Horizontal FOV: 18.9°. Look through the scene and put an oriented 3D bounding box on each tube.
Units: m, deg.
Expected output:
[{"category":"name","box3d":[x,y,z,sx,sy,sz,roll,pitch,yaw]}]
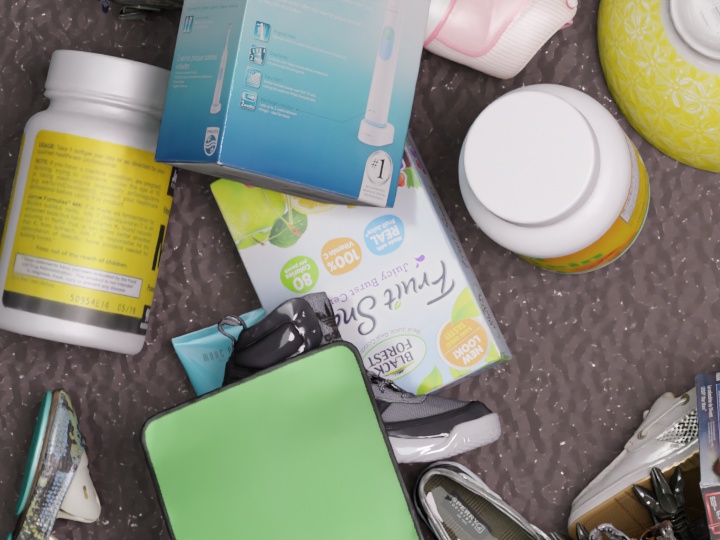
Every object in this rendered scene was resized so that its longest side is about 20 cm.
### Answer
[{"category":"tube","box3d":[-0.066,0.129,1.525,0.077,0.050,0.201,-17,77,-9]}]

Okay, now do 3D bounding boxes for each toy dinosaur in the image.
[{"category":"toy dinosaur","box3d":[0.187,0.214,1.385,0.102,0.200,0.136,-19,45,-6]}]

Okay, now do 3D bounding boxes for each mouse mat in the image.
[{"category":"mouse mat","box3d":[-0.045,0.161,1.396,0.160,0.008,0.201,-22,73,8]}]

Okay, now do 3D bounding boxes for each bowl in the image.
[{"category":"bowl","box3d":[0.249,-0.170,1.442,0.199,0.108,0.201,-1,85,14]}]

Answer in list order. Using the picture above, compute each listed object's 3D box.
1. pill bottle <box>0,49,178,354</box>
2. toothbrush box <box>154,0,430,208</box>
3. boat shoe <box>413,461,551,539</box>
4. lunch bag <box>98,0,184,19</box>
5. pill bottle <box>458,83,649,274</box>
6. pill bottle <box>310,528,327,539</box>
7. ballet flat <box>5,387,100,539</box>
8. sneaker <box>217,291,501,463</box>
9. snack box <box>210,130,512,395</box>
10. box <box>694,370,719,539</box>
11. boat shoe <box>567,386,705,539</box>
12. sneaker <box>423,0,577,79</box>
[{"category":"pill bottle","box3d":[-0.190,-0.048,1.531,0.114,0.114,0.201,11,88,14]},{"category":"toothbrush box","box3d":[-0.039,-0.153,1.426,0.085,0.146,0.201,8,87,54]},{"category":"boat shoe","box3d":[0.107,0.209,1.460,0.200,0.071,0.072,40,94,12]},{"category":"lunch bag","box3d":[-0.114,-0.279,1.522,0.167,0.139,0.201,1,83,54]},{"category":"pill bottle","box3d":[0.125,-0.060,1.413,0.111,0.200,0.112,-1,85,13]},{"category":"pill bottle","box3d":[0.033,0.250,1.433,0.200,0.112,0.113,41,95,-2]},{"category":"ballet flat","box3d":[-0.223,0.186,1.552,0.074,0.074,0.201,18,91,14]},{"category":"sneaker","box3d":[-0.007,0.071,1.444,0.199,0.075,0.114,-2,91,15]},{"category":"snack box","box3d":[0.000,0.000,1.513,0.142,0.053,0.201,-26,81,12]},{"category":"box","box3d":[0.246,0.180,1.355,0.040,0.137,0.201,-10,115,12]},{"category":"boat shoe","box3d":[0.219,0.114,1.451,0.200,0.071,0.069,-35,47,18]},{"category":"sneaker","box3d":[0.112,-0.224,1.502,0.104,0.075,0.201,28,76,-11]}]
